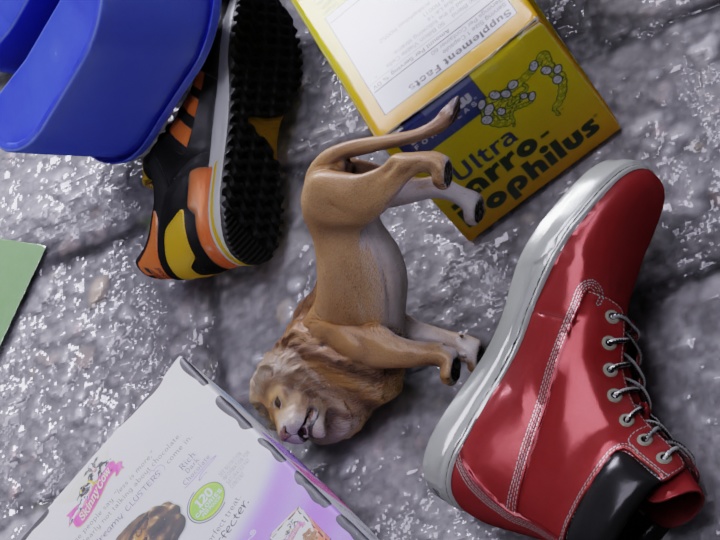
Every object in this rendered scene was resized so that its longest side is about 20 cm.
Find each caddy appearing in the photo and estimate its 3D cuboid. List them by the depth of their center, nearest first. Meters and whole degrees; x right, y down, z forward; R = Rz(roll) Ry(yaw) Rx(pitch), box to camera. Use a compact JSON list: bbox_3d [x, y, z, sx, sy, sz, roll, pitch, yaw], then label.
[{"bbox_3d":[-0.150,-0.151,1.522,0.200,0.105,0.142,-52,53,42],"label":"caddy"}]

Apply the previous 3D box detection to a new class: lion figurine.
[{"bbox_3d":[0.000,0.000,1.373,0.122,0.072,0.201,9,108,23],"label":"lion figurine"}]

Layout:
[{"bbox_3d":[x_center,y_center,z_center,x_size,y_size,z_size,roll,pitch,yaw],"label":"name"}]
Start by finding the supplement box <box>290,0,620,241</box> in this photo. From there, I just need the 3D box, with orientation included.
[{"bbox_3d":[0.040,-0.135,1.454,0.109,0.110,0.200,-37,47,8],"label":"supplement box"}]

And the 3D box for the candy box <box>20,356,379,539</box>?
[{"bbox_3d":[-0.081,0.169,1.362,0.168,0.072,0.200,-48,48,-1],"label":"candy box"}]

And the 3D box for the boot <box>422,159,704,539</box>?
[{"bbox_3d":[0.134,0.050,1.302,0.144,0.072,0.201,22,83,40],"label":"boot"}]

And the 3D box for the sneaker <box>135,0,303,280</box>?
[{"bbox_3d":[-0.092,-0.084,1.536,0.090,0.070,0.201,-16,53,29],"label":"sneaker"}]

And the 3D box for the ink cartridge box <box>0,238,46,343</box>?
[{"bbox_3d":[-0.307,0.025,1.623,0.199,0.048,0.146,7,65,39],"label":"ink cartridge box"}]
